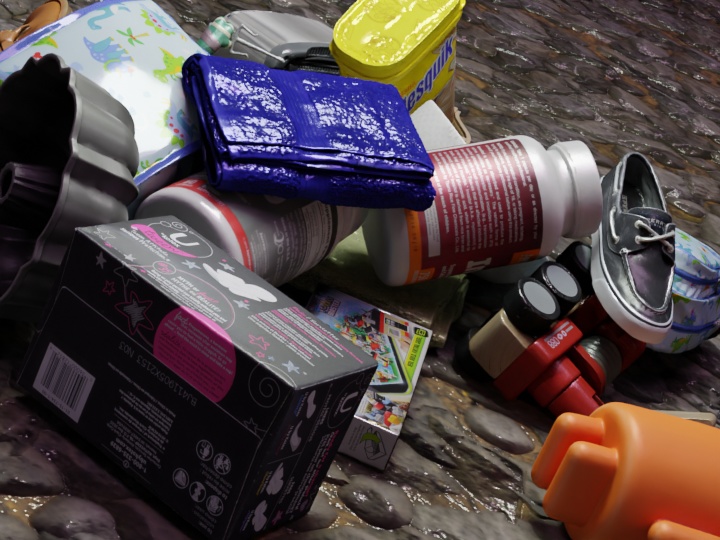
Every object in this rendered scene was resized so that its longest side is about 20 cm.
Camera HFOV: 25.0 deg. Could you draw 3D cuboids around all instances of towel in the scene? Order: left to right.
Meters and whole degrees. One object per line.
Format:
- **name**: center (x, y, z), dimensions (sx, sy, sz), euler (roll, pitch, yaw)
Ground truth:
- **towel**: center (-0.039, -0.117, 1.327), dimensions (0.199, 0.050, 0.148), euler (6, 46, -28)
- **towel**: center (0.000, 0.000, 1.481), dimensions (0.199, 0.037, 0.148), euler (26, 25, 5)

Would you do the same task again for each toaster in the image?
- **toaster**: center (-0.080, -0.215, 1.778), dimensions (0.199, 0.114, 0.129), euler (-1, 29, -39)

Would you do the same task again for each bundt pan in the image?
- **bundt pan**: center (-0.229, -0.051, 1.189), dimensions (0.076, 0.202, 0.202), euler (21, 20, -35)

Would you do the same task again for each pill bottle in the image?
- **pill bottle**: center (-0.086, -0.042, 1.348), dimensions (0.114, 0.114, 0.200), euler (32, 36, 21)
- **pill bottle**: center (0.106, -0.057, 1.434), dimensions (0.199, 0.114, 0.113), euler (-10, 32, -12)

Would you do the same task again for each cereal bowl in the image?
- **cereal bowl**: center (0.095, -0.065, 1.597), dimensions (0.200, 0.083, 0.200), euler (54, 3, -4)

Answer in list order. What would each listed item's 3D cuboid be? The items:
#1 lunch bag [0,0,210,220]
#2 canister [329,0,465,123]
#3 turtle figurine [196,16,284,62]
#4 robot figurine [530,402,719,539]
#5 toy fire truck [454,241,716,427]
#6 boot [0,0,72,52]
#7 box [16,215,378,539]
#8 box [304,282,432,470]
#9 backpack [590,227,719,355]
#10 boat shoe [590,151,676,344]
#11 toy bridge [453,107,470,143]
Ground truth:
- **lunch bag**: center (-0.196, -0.130, 1.363), dimensions (0.170, 0.128, 0.200), euler (44, 59, 11)
- **canister**: center (0.040, -0.199, 1.690), dimensions (0.086, 0.200, 0.149), euler (32, 63, 21)
- **turtle figurine**: center (-0.157, -0.175, 1.598), dimensions (0.199, 0.151, 0.101), euler (24, 35, 30)
- **robot figurine**: center (0.232, 0.167, 1.233), dimensions (0.199, 0.117, 0.144), euler (16, -14, -16)
- **toy fire truck**: center (0.213, 0.082, 1.426), dimensions (0.200, 0.129, 0.176), euler (49, 34, 8)
- **boot**: center (-0.338, -0.211, 1.584), dimensions (0.154, 0.074, 0.200), euler (-25, 17, -27)
- **box**: center (-0.111, 0.071, 1.104), dimensions (0.200, 0.133, 0.115), euler (34, 22, 24)
- **box**: center (-0.009, 0.080, 1.300), dimensions (0.110, 0.035, 0.200), euler (23, 23, 1)
- **backpack**: center (0.281, 0.013, 1.590), dimensions (0.163, 0.154, 0.200), euler (34, 32, 17)
- **boat shoe**: center (0.248, -0.025, 1.438), dimensions (0.071, 0.068, 0.201), euler (19, 41, -15)
- **toy bridge**: center (0.094, -0.155, 1.912), dimensions (0.067, 0.027, 0.200), euler (26, 23, 4)
